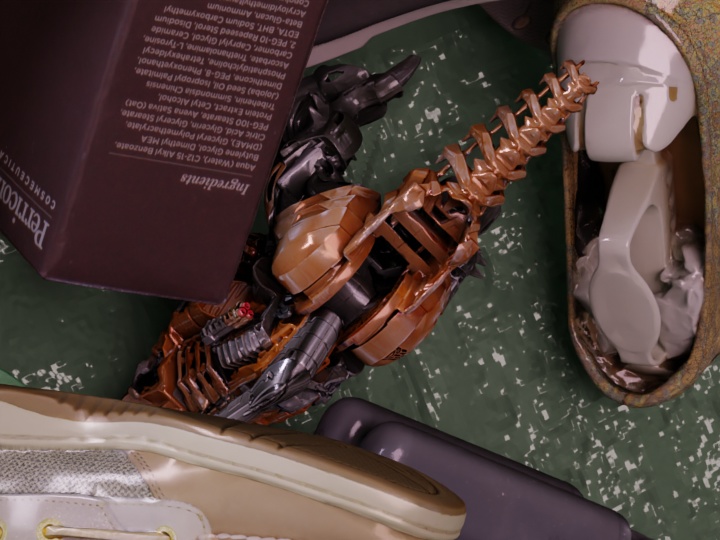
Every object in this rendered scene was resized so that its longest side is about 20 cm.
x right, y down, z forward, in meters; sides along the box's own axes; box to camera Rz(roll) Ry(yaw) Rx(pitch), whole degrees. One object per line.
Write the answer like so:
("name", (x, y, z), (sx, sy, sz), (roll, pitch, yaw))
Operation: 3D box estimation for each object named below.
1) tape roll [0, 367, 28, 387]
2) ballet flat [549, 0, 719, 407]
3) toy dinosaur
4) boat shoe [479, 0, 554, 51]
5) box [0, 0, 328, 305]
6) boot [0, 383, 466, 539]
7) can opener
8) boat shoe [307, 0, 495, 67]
("tape roll", (-0.171, 0.117, 0.919), (0.200, 0.048, 0.201), (1, 88, -22))
("ballet flat", (0.096, -0.038, 0.984), (0.071, 0.071, 0.200), (-21, 124, -21))
("toy dinosaur", (0.000, 0.000, 0.941), (0.200, 0.136, 0.102), (-16, 115, 19))
("boat shoe", (0.028, -0.164, 1.000), (0.200, 0.074, 0.073), (49, 29, -24))
("box", (-0.061, -0.101, 0.901), (0.075, 0.100, 0.200), (7, 109, -33))
("boot", (-0.072, 0.118, 0.858), (0.200, 0.072, 0.155), (8, 86, 17))
("can opener", (0.060, 0.106, 0.989), (0.200, 0.053, 0.067), (24, 92, -36))
("boat shoe", (0.029, -0.123, 0.940), (0.057, 0.200, 0.067), (49, 32, -35))
